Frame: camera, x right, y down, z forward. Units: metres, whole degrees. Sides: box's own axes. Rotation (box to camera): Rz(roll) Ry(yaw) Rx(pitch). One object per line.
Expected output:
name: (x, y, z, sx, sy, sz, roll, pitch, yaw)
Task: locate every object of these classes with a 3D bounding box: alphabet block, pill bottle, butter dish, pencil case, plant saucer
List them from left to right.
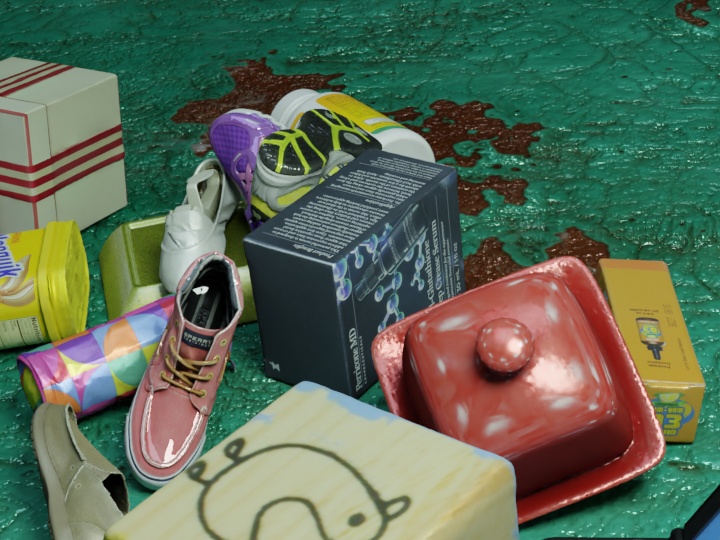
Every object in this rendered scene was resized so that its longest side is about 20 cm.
pencil case: (-0.212, 0.081, 1.402, 0.199, 0.089, 0.088, -20, 33, -24)
plant saucer: (-0.168, -0.010, 1.572, 0.198, 0.048, 0.200, -12, 31, -8)
alphabet block: (-0.024, 0.224, 1.018, 0.195, 0.197, 0.200, 17, 38, 36)
pill bottle: (-0.017, -0.130, 1.678, 0.112, 0.113, 0.200, -24, 35, -26)
butter dish: (0.116, 0.081, 1.189, 0.199, 0.148, 0.200, -21, 66, 0)

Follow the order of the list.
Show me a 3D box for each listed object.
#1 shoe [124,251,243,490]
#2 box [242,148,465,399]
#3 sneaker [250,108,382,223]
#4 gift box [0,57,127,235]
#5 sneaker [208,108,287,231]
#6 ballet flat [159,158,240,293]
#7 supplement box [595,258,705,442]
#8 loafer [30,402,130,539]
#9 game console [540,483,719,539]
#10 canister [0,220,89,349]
shoe: (-0.151, 0.082, 1.310, 0.071, 0.091, 0.201, 17, 58, -4)
box: (0.000, 0.000, 1.425, 0.107, 0.149, 0.200, 16, 38, 33)
sneaker: (-0.050, -0.102, 1.485, 0.075, 0.077, 0.200, 37, 29, 18)
gift box: (-0.388, -0.122, 1.683, 0.199, 0.186, 0.187, 7, 24, 27)
sneaker: (-0.088, -0.075, 1.533, 0.200, 0.080, 0.088, 52, 32, 6)
ballet flat: (-0.165, -0.049, 1.525, 0.069, 0.070, 0.200, -1, 32, 9)
supplement box: (0.249, 0.067, 1.341, 0.066, 0.069, 0.200, 3, 29, -1)
loafer: (-0.225, 0.181, 1.250, 0.067, 0.076, 0.200, -13, 41, -12)
game console: (0.201, 0.219, 1.056, 0.175, 0.117, 0.200, -1, 31, 9)
canister: (-0.379, 0.024, 1.523, 0.199, 0.087, 0.149, -9, 31, -1)
